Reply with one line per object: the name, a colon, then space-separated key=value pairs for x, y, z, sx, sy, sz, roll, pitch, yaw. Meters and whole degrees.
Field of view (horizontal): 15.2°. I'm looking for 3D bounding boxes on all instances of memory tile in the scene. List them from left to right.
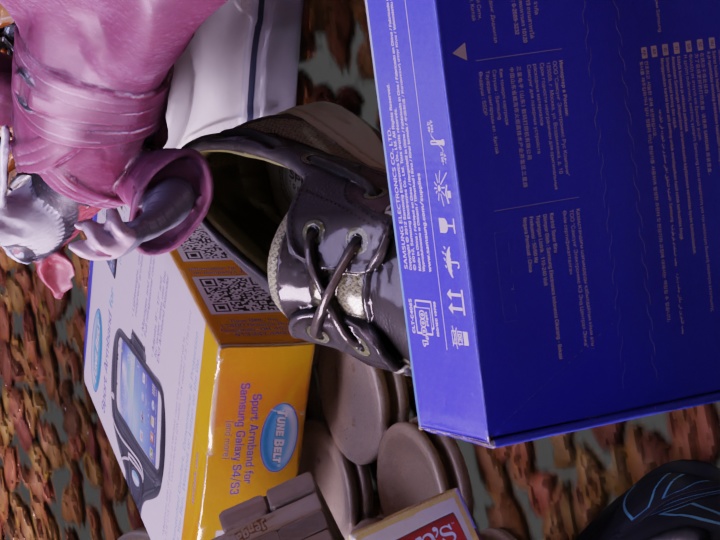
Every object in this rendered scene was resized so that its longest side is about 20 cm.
memory tile: x=0.002 y=0.094 z=0.956 sx=0.200 sy=0.017 sz=0.153 roll=59 pitch=148 yaw=38

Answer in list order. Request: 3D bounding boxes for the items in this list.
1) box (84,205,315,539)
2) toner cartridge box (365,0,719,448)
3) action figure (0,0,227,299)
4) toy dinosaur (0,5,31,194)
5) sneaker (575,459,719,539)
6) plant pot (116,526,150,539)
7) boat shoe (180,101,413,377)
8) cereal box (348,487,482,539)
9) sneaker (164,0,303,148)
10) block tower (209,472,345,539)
box: x=-0.067 y=0.030 z=1.022 sx=0.200 sy=0.041 sz=0.119 roll=-119 pitch=32 yaw=-57
toner cartridge box: x=0.053 y=-0.061 z=0.703 sx=0.043 sy=0.095 sz=0.200 roll=5 pitch=103 yaw=64
action figure: x=-0.092 y=-0.077 z=0.894 sx=0.134 sy=0.149 sz=0.200 roll=33 pitch=138 yaw=14
toy dinosaur: x=-0.156 y=-0.125 z=1.152 sx=0.136 sy=0.102 sz=0.200 roll=29 pitch=108 yaw=41
sneaker: x=0.082 y=0.087 z=0.717 sx=0.200 sy=0.079 sz=0.075 roll=-37 pitch=67 yaw=64
plant pot: x=-0.155 y=0.225 z=1.137 sx=0.200 sy=0.183 sz=0.201 roll=35 pitch=130 yaw=56
boat shoe: x=0.000 y=-0.001 z=0.867 sx=0.201 sy=0.066 sz=0.072 roll=39 pitch=134 yaw=55
cereal box: x=0.054 y=0.170 z=0.772 sx=0.144 sy=0.039 sz=0.200 roll=82 pitch=165 yaw=-74
sneaker: x=-0.059 y=-0.116 z=0.941 sx=0.073 sy=0.071 sz=0.200 roll=38 pitch=132 yaw=55
block tower: x=-0.007 y=0.154 z=0.853 sx=0.200 sy=0.054 sz=0.058 roll=-113 pitch=-2 yaw=-54
